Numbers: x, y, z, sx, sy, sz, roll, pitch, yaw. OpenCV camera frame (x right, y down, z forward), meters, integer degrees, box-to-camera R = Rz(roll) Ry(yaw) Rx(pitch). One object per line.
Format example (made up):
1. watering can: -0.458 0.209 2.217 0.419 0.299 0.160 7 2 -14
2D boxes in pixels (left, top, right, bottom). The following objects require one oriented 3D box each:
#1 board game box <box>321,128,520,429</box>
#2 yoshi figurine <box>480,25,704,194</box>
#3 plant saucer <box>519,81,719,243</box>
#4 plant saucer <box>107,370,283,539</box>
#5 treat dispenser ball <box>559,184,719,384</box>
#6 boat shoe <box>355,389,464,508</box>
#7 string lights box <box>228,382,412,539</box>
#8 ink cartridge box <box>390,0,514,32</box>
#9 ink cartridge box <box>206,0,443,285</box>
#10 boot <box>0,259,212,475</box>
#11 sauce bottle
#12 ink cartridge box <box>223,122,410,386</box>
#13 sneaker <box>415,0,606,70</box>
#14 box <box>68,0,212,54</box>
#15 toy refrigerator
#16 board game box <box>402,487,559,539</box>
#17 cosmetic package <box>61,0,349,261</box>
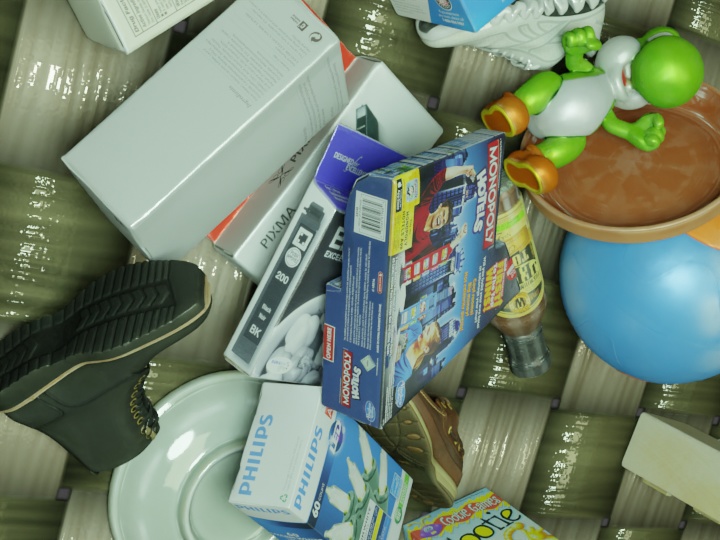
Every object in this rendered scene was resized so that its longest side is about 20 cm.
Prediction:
1. board game box: 0.056 -0.008 1.022 0.199 0.061 0.202 -26 126 -49
2. yoshi figurine: 0.211 -0.150 1.104 0.199 0.112 0.113 -32 152 -17
3. plant saucer: 0.239 -0.098 1.135 0.200 0.200 0.032 -36 139 -18
4. plant saucer: -0.110 0.186 1.088 0.199 0.050 0.202 -12 112 -30
5. treat dispenser ball: 0.282 0.003 1.191 0.200 0.201 0.203 -11 112 -30
6. boat shoe: 0.049 0.138 1.153 0.068 0.072 0.201 -63 150 -26
7. string lights box: -0.028 0.181 1.077 0.200 0.059 0.103 51 47 -52
8. ink cartridge box: 0.039 -0.287 0.986 0.067 0.116 0.201 -40 124 -15
9. ink cartridge box: -0.049 -0.092 1.040 0.201 0.043 0.173 -53 127 -7
10. boot: -0.166 0.076 0.965 0.199 0.078 0.138 -21 133 23
11. sauce bottle: 0.134 0.006 1.180 0.064 0.065 0.201 -32 120 -21
12. ink cartridge box: 0.000 0.000 1.050 0.198 0.043 0.201 15 103 -58
13. sneaker: 0.136 -0.206 1.109 0.199 0.075 0.082 -15 122 -28
14. box: -0.118 -0.246 0.920 0.199 0.078 0.095 -35 122 -19
15. toy refrigerator: 0.365 0.216 1.318 0.076 0.200 0.070 17 97 -36
16. board game box: 0.137 0.301 1.195 0.104 0.200 0.104 -19 115 -26
17. cosmetic package: -0.106 -0.102 0.939 0.200 0.081 0.113 -42 165 -11
